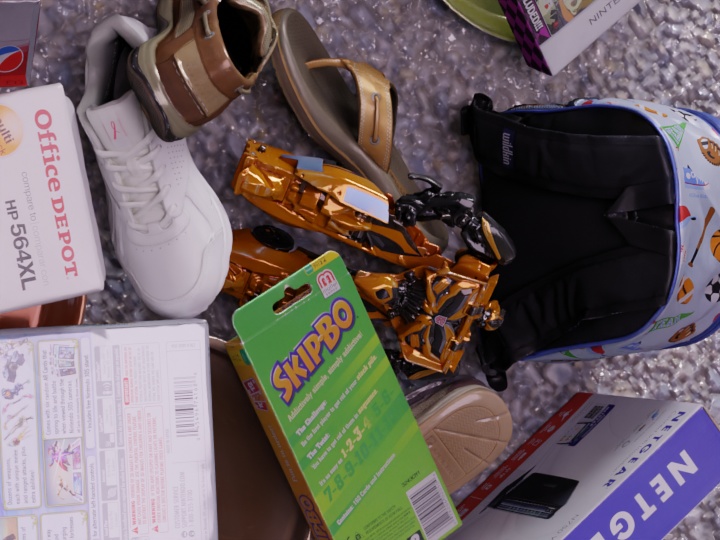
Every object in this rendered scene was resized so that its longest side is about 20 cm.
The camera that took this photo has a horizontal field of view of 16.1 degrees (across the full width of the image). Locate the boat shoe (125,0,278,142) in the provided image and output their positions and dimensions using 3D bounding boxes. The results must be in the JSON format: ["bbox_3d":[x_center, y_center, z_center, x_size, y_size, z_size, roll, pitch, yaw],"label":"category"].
[{"bbox_3d":[-0.085,-0.140,1.580,0.074,0.200,0.076,-25,110,17],"label":"boat shoe"}]

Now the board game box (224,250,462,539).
[{"bbox_3d":[-0.012,0.096,1.598,0.095,0.030,0.201,-33,107,-34],"label":"board game box"}]

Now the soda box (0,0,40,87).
[{"bbox_3d":[-0.248,-0.190,1.517,0.070,0.200,0.064,-4,131,-21],"label":"soda box"}]

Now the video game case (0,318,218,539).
[{"bbox_3d":[-0.177,0.134,1.518,0.180,0.045,0.202,-3,90,-22],"label":"video game case"}]

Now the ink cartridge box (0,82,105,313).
[{"bbox_3d":[-0.248,-0.034,1.515,0.199,0.125,0.130,-13,93,-21],"label":"ink cartridge box"}]

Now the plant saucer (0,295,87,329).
[{"bbox_3d":[-0.270,0.007,1.590,0.199,0.032,0.202,0,89,-22],"label":"plant saucer"}]

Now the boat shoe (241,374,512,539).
[{"bbox_3d":[0.007,0.136,1.679,0.199,0.065,0.072,-35,110,1],"label":"boat shoe"}]

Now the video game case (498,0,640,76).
[{"bbox_3d":[0.147,-0.259,1.678,0.181,0.036,0.201,-40,128,-16],"label":"video game case"}]

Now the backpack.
[{"bbox_3d":[0.170,-0.025,1.677,0.153,0.190,0.202,-5,91,-33],"label":"backpack"}]

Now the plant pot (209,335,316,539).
[{"bbox_3d":[-0.132,0.138,1.609,0.199,0.093,0.203,1,88,-21],"label":"plant pot"}]

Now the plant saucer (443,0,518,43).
[{"bbox_3d":[0.113,-0.253,1.743,0.199,0.031,0.202,0,90,-21],"label":"plant saucer"}]

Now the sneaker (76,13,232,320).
[{"bbox_3d":[-0.139,-0.066,1.579,0.077,0.099,0.201,-20,72,13],"label":"sneaker"}]

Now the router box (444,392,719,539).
[{"bbox_3d":[0.127,0.164,1.663,0.200,0.179,0.049,-42,104,-17],"label":"router box"}]

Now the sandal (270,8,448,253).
[{"bbox_3d":[0.008,-0.094,1.669,0.054,0.080,0.200,-30,108,20],"label":"sandal"}]

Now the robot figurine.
[{"bbox_3d":[0.000,0.000,1.644,0.199,0.058,0.146,22,116,-5],"label":"robot figurine"}]
